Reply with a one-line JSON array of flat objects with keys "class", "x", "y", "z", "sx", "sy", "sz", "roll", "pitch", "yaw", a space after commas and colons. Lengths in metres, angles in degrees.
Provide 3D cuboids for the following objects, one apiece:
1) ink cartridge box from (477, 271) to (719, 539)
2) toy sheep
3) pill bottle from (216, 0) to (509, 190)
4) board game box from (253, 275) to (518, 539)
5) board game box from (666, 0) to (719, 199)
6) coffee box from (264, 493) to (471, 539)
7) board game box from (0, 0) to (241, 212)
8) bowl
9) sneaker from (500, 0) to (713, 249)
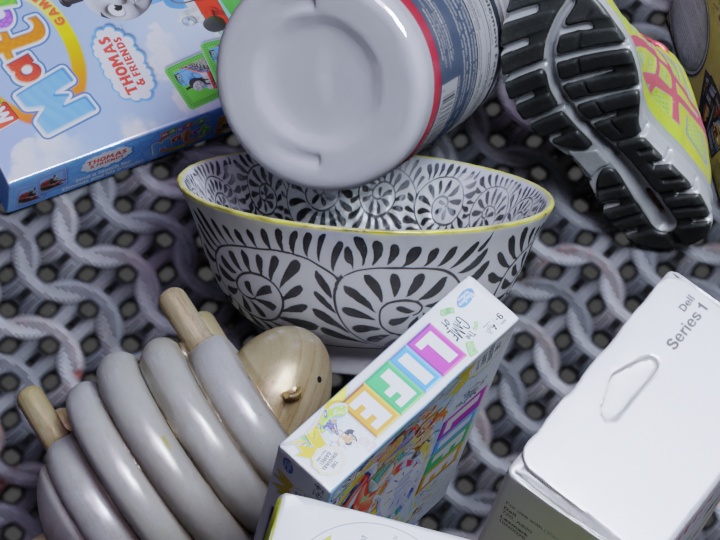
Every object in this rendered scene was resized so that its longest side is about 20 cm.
[{"class": "ink cartridge box", "x": 0.127, "y": 0.115, "z": 1.300, "sx": 0.084, "sy": 0.200, "sz": 0.145, "roll": 35, "pitch": 61, "yaw": 11}, {"class": "toy sheep", "x": -0.099, "y": 0.096, "z": 1.317, "sx": 0.200, "sy": 0.138, "sz": 0.138, "roll": -36, "pitch": 69, "yaw": 4}, {"class": "pill bottle", "x": 0.012, "y": -0.123, "z": 1.420, "sx": 0.120, "sy": 0.120, "sz": 0.200, "roll": 33, "pitch": 24, "yaw": 9}, {"class": "board game box", "x": 0.004, "y": 0.100, "z": 1.288, "sx": 0.034, "sy": 0.200, "sz": 0.134, "roll": 41, "pitch": 62, "yaw": 14}, {"class": "board game box", "x": 0.230, "y": -0.102, "z": 1.481, "sx": 0.035, "sy": 0.136, "sz": 0.200, "roll": -6, "pitch": 62, "yaw": -13}, {"class": "coffee box", "x": 0.021, "y": 0.250, "z": 1.204, "sx": 0.198, "sy": 0.200, "sz": 0.200, "roll": 14, "pitch": 59, "yaw": -1}, {"class": "board game box", "x": -0.142, "y": -0.132, "z": 1.491, "sx": 0.200, "sy": 0.037, "sz": 0.151, "roll": -22, "pitch": 67, "yaw": -20}, {"class": "bowl", "x": 0.000, "y": 0.000, "z": 1.387, "sx": 0.201, "sy": 0.201, "sz": 0.094, "roll": 2, "pitch": 103, "yaw": -9}, {"class": "sneaker", "x": 0.141, "y": -0.107, "z": 1.464, "sx": 0.078, "sy": 0.200, "sz": 0.090, "roll": -10, "pitch": 41, "yaw": 28}]
